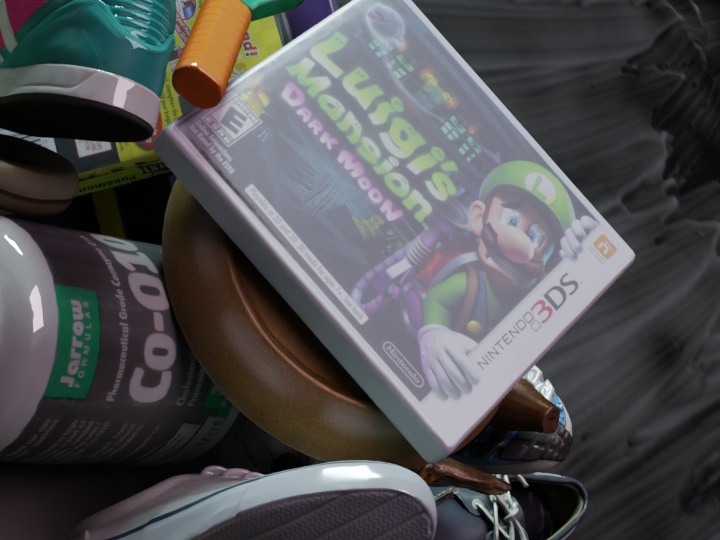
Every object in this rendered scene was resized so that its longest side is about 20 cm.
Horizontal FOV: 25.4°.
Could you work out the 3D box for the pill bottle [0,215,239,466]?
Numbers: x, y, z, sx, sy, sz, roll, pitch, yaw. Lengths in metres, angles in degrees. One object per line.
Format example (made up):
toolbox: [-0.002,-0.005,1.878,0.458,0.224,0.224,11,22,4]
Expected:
pill bottle: [-0.153,0.034,0.743,0.200,0.113,0.113,10,57,-53]

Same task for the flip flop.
flip flop: [-0.184,-0.066,0.688,0.081,0.058,0.200,36,10,25]

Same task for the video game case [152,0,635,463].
video game case: [0.024,-0.033,0.789,0.200,0.023,0.182,48,50,1]

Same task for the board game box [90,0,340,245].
board game box: [-0.060,-0.034,0.885,0.057,0.165,0.200,45,26,-67]

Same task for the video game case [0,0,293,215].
video game case: [-0.135,-0.142,0.874,0.026,0.180,0.200,86,-12,-69]

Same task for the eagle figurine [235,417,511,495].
eagle figurine: [-0.025,0.173,0.824,0.152,0.200,0.151,26,-1,0]

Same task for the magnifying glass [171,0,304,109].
magnifying glass: [-0.062,-0.141,0.799,0.080,0.022,0.200,37,34,-18]

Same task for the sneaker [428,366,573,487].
sneaker: [0.056,0.096,0.951,0.075,0.200,0.087,-49,123,-24]

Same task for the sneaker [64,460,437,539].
sneaker: [-0.061,0.117,0.733,0.071,0.200,0.073,-85,156,-55]

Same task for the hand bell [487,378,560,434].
hand bell: [0.027,0.050,0.897,0.104,0.200,0.104,-23,122,-44]

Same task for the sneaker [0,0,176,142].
sneaker: [-0.155,-0.132,0.771,0.084,0.200,0.121,25,79,-46]

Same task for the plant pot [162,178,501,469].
plant pot: [0.000,0.000,0.788,0.200,0.027,0.200,15,57,-25]

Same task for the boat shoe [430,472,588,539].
boat shoe: [0.086,0.167,1.047,0.200,0.062,0.075,7,61,-54]
